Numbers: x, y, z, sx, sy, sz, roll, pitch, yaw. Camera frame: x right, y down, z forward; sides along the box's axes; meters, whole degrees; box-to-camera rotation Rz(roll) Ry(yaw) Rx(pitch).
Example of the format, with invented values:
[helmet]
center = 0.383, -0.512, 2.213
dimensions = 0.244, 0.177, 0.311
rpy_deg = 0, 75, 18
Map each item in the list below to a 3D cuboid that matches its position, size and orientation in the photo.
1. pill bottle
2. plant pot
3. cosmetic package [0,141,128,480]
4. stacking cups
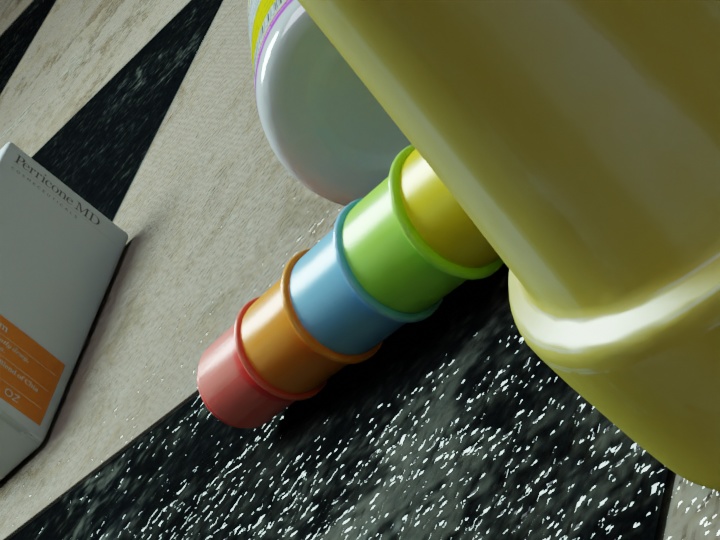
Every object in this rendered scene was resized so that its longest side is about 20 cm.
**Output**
[pill bottle]
center = 0.001, -0.106, 0.978
dimensions = 0.104, 0.104, 0.200
rpy_deg = -48, 17, 13
[plant pot]
center = 0.081, -0.076, 0.565
dimensions = 0.201, 0.188, 0.201
rpy_deg = -47, 17, 19
[cosmetic package]
center = -0.219, 0.026, 1.296
dimensions = 0.071, 0.101, 0.201
rpy_deg = -40, 22, 33
[stacking cups]
center = 0.000, 0.000, 0.845
dimensions = 0.200, 0.060, 0.061
rpy_deg = -36, 23, 45
